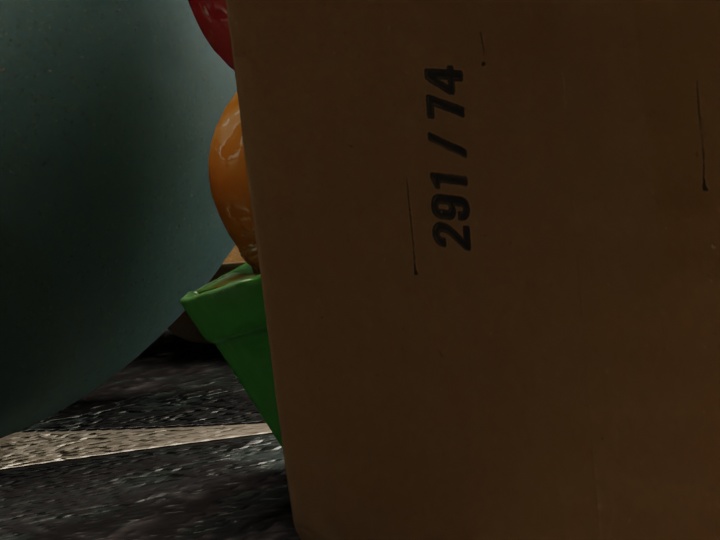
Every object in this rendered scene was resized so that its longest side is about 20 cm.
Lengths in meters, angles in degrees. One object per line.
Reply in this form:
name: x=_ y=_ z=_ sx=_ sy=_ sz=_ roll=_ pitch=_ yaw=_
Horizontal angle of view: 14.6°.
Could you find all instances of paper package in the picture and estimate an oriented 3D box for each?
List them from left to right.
paper package: x=0.069 y=-0.041 z=0.559 sx=0.103 sy=0.200 sz=0.190 roll=-13 pitch=9 yaw=-42

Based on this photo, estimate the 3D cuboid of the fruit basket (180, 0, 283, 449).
fruit basket: x=0.001 y=-0.050 z=0.720 sx=0.094 sy=0.200 sz=0.185 roll=-12 pitch=3 yaw=10

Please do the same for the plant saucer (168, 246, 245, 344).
plant saucer: x=0.000 y=0.000 z=1.084 sx=0.200 sy=0.036 sz=0.200 roll=-8 pitch=5 yaw=1

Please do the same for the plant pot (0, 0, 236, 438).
plant pot: x=-0.140 y=-0.020 z=0.848 sx=0.200 sy=0.200 sz=0.135 roll=-4 pitch=43 yaw=28
